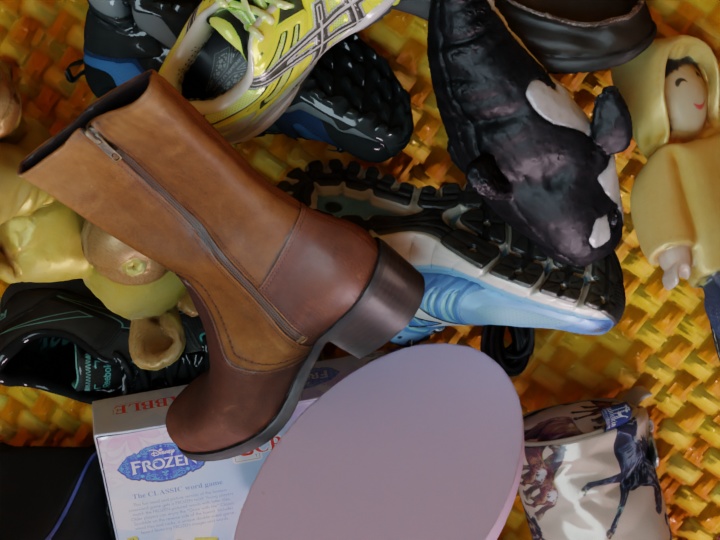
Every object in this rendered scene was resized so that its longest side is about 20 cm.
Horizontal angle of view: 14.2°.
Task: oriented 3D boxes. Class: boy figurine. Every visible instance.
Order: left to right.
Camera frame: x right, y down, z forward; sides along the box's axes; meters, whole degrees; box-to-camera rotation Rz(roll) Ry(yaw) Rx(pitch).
[{"bbox_3d":[0.195,-0.033,1.517,0.064,0.124,0.201,-36,74,53],"label":"boy figurine"}]

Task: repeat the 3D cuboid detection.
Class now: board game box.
[{"bbox_3d":[-0.043,0.151,1.683,0.199,0.041,0.200,-9,120,-3],"label":"board game box"}]

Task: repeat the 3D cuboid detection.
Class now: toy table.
[{"bbox_3d":[0.013,0.146,1.561,0.184,0.200,0.117,39,158,26],"label":"toy table"}]

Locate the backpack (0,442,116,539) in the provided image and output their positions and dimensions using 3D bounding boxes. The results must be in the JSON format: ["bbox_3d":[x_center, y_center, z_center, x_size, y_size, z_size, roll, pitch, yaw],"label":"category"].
[{"bbox_3d":[-0.197,0.225,1.744,0.134,0.183,0.201,3,131,24],"label":"backpack"}]

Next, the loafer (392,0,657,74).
[{"bbox_3d":[0.061,-0.162,1.502,0.199,0.073,0.072,18,124,6],"label":"loafer"}]

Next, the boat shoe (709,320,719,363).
[{"bbox_3d":[0.230,0.087,1.593,0.065,0.073,0.201,1,119,54],"label":"boat shoe"}]

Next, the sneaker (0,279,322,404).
[{"bbox_3d":[-0.123,0.054,1.676,0.199,0.079,0.076,6,118,12],"label":"sneaker"}]

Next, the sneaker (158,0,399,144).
[{"bbox_3d":[-0.034,-0.138,1.471,0.075,0.076,0.200,41,111,11],"label":"sneaker"}]

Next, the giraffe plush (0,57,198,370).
[{"bbox_3d":[-0.159,-0.024,1.590,0.161,0.200,0.173,17,97,3],"label":"giraffe plush"}]

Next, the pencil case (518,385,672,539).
[{"bbox_3d":[0.148,0.170,1.632,0.089,0.078,0.201,-17,98,-2],"label":"pencil case"}]

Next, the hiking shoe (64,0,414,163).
[{"bbox_3d":[-0.063,-0.103,1.582,0.199,0.074,0.087,27,130,12],"label":"hiking shoe"}]

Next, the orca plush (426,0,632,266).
[{"bbox_3d":[0.078,-0.072,1.465,0.105,0.071,0.201,2,130,22],"label":"orca plush"}]

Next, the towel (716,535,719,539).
[{"bbox_3d":[0.267,0.094,1.517,0.022,0.144,0.200,37,98,38],"label":"towel"}]

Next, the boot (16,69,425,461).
[{"bbox_3d":[-0.097,0.004,1.506,0.200,0.069,0.188,34,134,-25],"label":"boot"}]

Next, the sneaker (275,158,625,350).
[{"bbox_3d":[0.047,0.001,1.572,0.199,0.079,0.090,13,135,7],"label":"sneaker"}]

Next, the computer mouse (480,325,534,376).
[{"bbox_3d":[0.000,0.000,1.629,0.199,0.044,0.110,5,120,14],"label":"computer mouse"}]
